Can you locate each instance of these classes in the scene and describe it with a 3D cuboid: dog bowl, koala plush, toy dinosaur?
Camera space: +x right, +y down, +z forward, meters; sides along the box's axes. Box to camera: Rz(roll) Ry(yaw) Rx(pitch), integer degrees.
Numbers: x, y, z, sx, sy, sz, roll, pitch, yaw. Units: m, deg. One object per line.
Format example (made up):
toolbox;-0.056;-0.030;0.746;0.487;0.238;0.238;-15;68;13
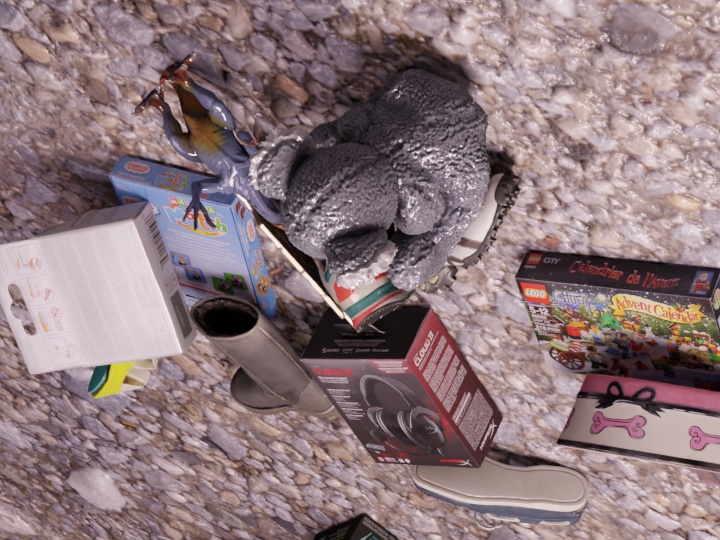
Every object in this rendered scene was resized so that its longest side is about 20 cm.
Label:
dog bowl;0.290;0.147;1.684;0.198;0.075;0.200;10;176;1
koala plush;0.002;-0.074;1.532;0.178;0.199;0.184;53;135;10
toy dinosaur;-0.116;-0.117;1.654;0.105;0.200;0.181;-41;104;21

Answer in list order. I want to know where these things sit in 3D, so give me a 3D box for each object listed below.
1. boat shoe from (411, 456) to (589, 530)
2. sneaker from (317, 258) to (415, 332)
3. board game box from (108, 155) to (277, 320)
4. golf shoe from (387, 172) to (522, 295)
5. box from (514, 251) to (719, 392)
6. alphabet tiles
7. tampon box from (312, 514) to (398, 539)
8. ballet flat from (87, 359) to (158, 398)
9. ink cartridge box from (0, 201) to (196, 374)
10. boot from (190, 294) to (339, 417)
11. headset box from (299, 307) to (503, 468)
boat shoe;0.153;0.246;1.962;0.197;0.075;0.062;4;136;-3
sneaker;0.000;0.000;1.694;0.094;0.070;0.200;58;-176;-2
board game box;-0.178;-0.029;1.909;0.150;0.037;0.201;15;145;22
golf shoe;0.077;-0.046;1.661;0.094;0.078;0.200;35;145;-7
box;0.257;0.050;1.683;0.198;0.038;0.137;6;140;31
alphabet tiles;-0.074;-0.029;1.760;0.200;0.006;0.167;49;-176;-26
tampon box;-0.012;0.444;2.251;0.149;0.201;0.126;38;145;-14
ballet flat;-0.283;0.111;2.152;0.066;0.067;0.200;20;147;-10
ink cartridge box;-0.291;0.021;1.901;0.198;0.057;0.164;-7;114;27
boot;-0.125;0.095;1.948;0.180;0.073;0.199;-2;156;38
headset box;0.041;0.120;1.904;0.148;0.078;0.201;-1;137;38
